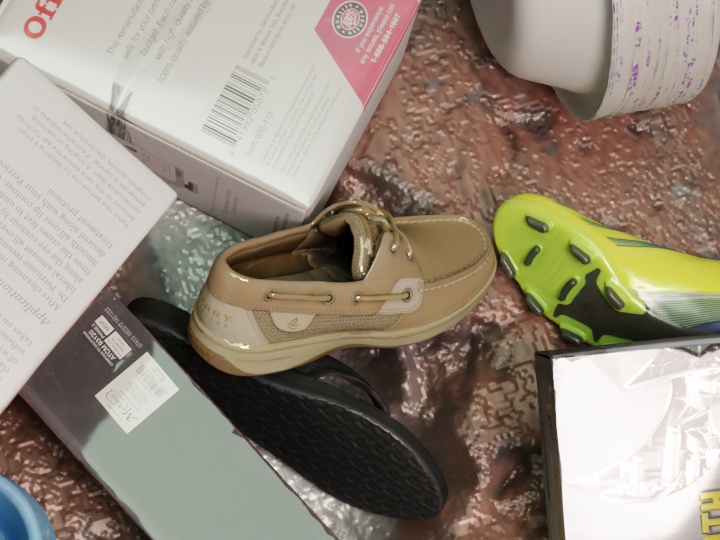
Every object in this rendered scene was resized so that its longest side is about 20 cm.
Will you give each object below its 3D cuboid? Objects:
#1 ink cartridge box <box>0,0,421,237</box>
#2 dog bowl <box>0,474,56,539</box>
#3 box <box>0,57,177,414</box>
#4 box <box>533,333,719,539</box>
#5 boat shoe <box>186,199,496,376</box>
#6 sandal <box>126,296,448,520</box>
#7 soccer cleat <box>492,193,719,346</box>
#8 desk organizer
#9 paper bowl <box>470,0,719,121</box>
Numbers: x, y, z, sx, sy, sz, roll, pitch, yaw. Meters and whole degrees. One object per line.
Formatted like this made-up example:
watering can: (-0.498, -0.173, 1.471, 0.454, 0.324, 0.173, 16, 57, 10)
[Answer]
ink cartridge box: (-0.088, -0.123, 1.526, 0.199, 0.083, 0.147, 27, 70, 3)
dog bowl: (-0.209, 0.191, 1.420, 0.111, 0.050, 0.201, 0, 70, -6)
box: (-0.207, 0.015, 1.366, 0.106, 0.152, 0.200, 42, 70, -10)
box: (0.178, 0.134, 1.449, 0.158, 0.048, 0.201, -5, 93, -9)
boat shoe: (0.000, 0.000, 1.468, 0.199, 0.065, 0.071, -19, 48, -39)
sandal: (-0.036, 0.064, 1.475, 0.200, 0.075, 0.048, 30, 53, 4)
soccer cleat: (0.166, 0.013, 1.530, 0.200, 0.065, 0.084, 29, 42, 8)
desk organizer: (-0.089, 0.112, 1.442, 0.072, 0.077, 0.200, -41, 80, -9)
paper bowl: (0.116, -0.181, 1.508, 0.104, 0.201, 0.202, -12, 72, -10)
